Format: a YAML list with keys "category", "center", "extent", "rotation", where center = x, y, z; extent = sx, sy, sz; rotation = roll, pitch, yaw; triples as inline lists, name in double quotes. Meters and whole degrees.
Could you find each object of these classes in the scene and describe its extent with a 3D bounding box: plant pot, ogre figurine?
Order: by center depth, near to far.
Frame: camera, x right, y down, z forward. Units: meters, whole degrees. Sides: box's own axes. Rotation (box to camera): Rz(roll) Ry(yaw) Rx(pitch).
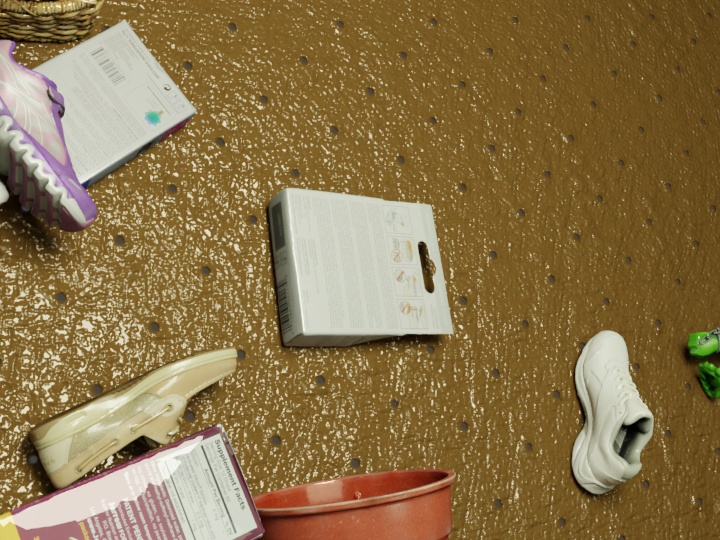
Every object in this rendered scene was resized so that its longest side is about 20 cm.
- category: "plant pot"
  center: [0.001, 0.293, 0.810]
  extent: [0.199, 0.200, 0.197]
  rotation: [-3, 82, -31]
- category: "ogre figurine"
  center: [0.532, 0.149, 1.224]
  extent: [0.119, 0.098, 0.200]
  rotation: [-35, 75, -17]

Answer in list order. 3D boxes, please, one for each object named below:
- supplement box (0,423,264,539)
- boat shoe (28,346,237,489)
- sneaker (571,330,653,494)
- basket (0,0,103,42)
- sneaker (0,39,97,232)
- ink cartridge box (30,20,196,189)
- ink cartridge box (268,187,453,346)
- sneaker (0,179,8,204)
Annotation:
- category: "supplement box"
  center: [-0.202, 0.217, 0.746]
  extent: [0.199, 0.131, 0.104]
  rotation: [-18, 81, -34]
- category: "boat shoe"
  center: [-0.196, 0.129, 0.825]
  extent: [0.199, 0.071, 0.065]
  rotation: [-25, 91, -26]
- category: "sneaker"
  center: [0.313, 0.163, 1.083]
  extent: [0.077, 0.099, 0.202]
  rotation: [17, 64, -23]
- category: "basket"
  center: [-0.335, -0.318, 0.859]
  extent: [0.198, 0.149, 0.144]
  rotation: [11, 67, -27]
- category: "sneaker"
  center: [-0.294, -0.128, 0.810]
  extent: [0.088, 0.080, 0.201]
  rotation: [-39, 91, -35]
- category: "ink cartridge box"
  center: [-0.275, -0.153, 0.897]
  extent: [0.120, 0.042, 0.200]
  rotation: [51, 54, -5]
- category: "ink cartridge box"
  center: [0.000, 0.000, 1.001]
  extent: [0.199, 0.057, 0.164]
  rotation: [5, 69, -38]
- category: "sneaker"
  center: [-0.381, -0.009, 0.772]
  extent: [0.200, 0.074, 0.087]
  rotation: [-43, 103, -25]
